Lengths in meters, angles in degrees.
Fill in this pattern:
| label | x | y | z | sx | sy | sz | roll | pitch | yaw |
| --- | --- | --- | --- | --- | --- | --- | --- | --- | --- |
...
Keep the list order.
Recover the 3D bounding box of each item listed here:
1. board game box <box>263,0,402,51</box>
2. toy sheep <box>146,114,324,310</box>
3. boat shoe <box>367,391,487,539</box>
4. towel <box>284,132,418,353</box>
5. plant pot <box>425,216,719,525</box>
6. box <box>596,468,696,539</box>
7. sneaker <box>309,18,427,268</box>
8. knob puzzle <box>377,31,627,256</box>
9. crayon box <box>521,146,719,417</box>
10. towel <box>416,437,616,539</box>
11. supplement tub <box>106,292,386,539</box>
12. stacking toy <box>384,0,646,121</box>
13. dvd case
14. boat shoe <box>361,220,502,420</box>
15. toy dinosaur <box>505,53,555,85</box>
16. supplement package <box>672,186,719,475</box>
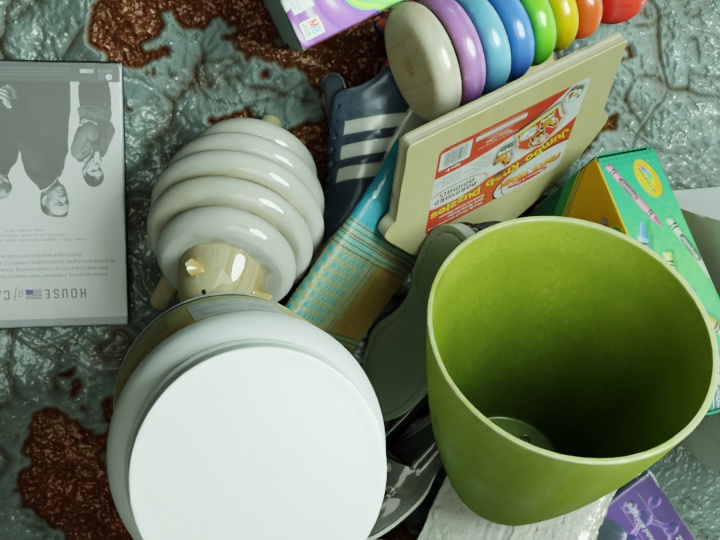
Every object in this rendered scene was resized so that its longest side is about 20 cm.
| label | x | y | z | sx | sy | sz | roll | pitch | yaw |
| --- | --- | --- | --- | --- | --- | --- | --- | --- | --- |
| board game box | 0.019 | -0.249 | 0.728 | 0.200 | 0.103 | 0.105 | -28 | 107 | -4 |
| toy sheep | -0.088 | -0.040 | 0.729 | 0.137 | 0.200 | 0.138 | 4 | 142 | 3 |
| boat shoe | 0.048 | 0.135 | 0.837 | 0.200 | 0.067 | 0.057 | -43 | 124 | -7 |
| towel | 0.000 | 0.000 | 0.766 | 0.022 | 0.147 | 0.200 | 36 | 91 | 22 |
| plant pot | 0.125 | 0.097 | 0.719 | 0.187 | 0.188 | 0.200 | -5 | 144 | -10 |
| box | 0.185 | 0.262 | 0.877 | 0.200 | 0.104 | 0.148 | -39 | 107 | -1 |
| sneaker | -0.007 | -0.100 | 0.779 | 0.084 | 0.075 | 0.200 | 30 | 91 | -7 |
| knob puzzle | 0.094 | -0.079 | 0.743 | 0.219 | 0.220 | 0.030 | -34 | 67 | -2 |
| crayon box | 0.206 | 0.023 | 0.773 | 0.058 | 0.119 | 0.201 | -12 | 74 | -25 |
| towel | 0.128 | 0.192 | 0.815 | 0.200 | 0.132 | 0.034 | -62 | 145 | -19 |
| supplement tub | -0.067 | 0.090 | 0.566 | 0.144 | 0.200 | 0.145 | -1 | 94 | -12 |
| stacking toy | 0.121 | -0.179 | 0.720 | 0.200 | 0.085 | 0.086 | -25 | 106 | -14 |
| dvd case | -0.251 | -0.055 | 0.760 | 0.150 | 0.025 | 0.201 | -1 | 103 | -11 |
| boat shoe | 0.061 | 0.043 | 0.797 | 0.060 | 0.072 | 0.201 | -13 | 143 | -39 |
| toy dinosaur | 0.125 | -0.157 | 0.805 | 0.101 | 0.058 | 0.200 | 11 | 108 | -29 |
| supplement package | 0.328 | 0.044 | 0.810 | 0.147 | 0.191 | 0.201 | -6 | 104 | -12 |
